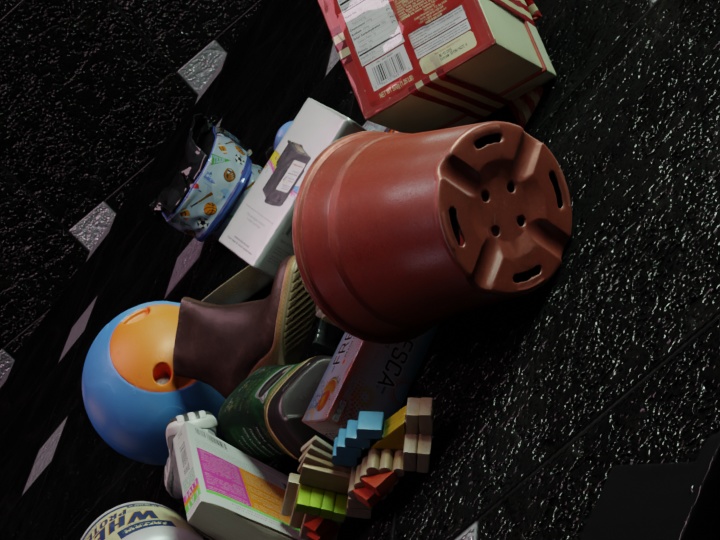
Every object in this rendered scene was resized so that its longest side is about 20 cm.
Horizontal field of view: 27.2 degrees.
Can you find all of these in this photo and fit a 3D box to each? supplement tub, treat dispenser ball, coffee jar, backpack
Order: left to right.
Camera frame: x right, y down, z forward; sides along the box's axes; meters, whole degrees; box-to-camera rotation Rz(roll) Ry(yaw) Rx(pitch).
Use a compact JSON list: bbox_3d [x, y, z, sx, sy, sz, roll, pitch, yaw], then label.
[{"bbox_3d":[-0.216,0.327,1.541,0.146,0.144,0.200,-60,17,-7],"label":"supplement tub"},{"bbox_3d":[-0.245,0.139,1.850,0.201,0.200,0.201,-50,19,24],"label":"treat dispenser ball"},{"bbox_3d":[-0.242,-0.130,2.401,0.201,0.153,0.191,-61,8,9],"label":"backpack"},{"bbox_3d":[-0.069,0.145,1.535,0.104,0.085,0.200,-45,11,-22],"label":"coffee jar"}]

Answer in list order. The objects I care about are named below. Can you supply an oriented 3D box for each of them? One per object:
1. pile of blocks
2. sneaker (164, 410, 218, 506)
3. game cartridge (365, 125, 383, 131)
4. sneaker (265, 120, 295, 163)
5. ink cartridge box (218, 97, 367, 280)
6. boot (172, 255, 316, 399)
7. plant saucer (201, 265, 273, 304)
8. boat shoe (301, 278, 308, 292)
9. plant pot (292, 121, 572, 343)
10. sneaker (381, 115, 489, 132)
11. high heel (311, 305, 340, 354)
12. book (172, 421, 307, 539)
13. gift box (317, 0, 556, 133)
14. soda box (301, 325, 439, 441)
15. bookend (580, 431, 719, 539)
[{"bbox_3d":[-0.008,0.183,1.316,0.200,0.082,0.062,-47,20,32],"label":"pile of blocks"},{"bbox_3d":[-0.173,0.250,1.629,0.201,0.074,0.116,86,167,-55],"label":"sneaker"},{"bbox_3d":[-0.029,-0.086,1.923,0.133,0.041,0.201,-29,33,52],"label":"game cartridge"},{"bbox_3d":[-0.086,-0.142,1.832,0.070,0.078,0.200,-54,-17,-8],"label":"sneaker"},{"bbox_3d":[-0.048,-0.077,1.741,0.083,0.145,0.201,34,91,44],"label":"ink cartridge box"},{"bbox_3d":[-0.138,0.058,1.683,0.072,0.165,0.202,-25,-50,-56],"label":"boot"},{"bbox_3d":[-0.170,0.039,1.992,0.200,0.037,0.200,-37,-3,-2],"label":"plant saucer"},{"bbox_3d":[0.017,-0.025,1.541,0.073,0.064,0.201,6,39,38],"label":"boat shoe"},{"bbox_3d":[0.072,-0.041,1.326,0.195,0.200,0.202,-10,49,57],"label":"plant pot"},{"bbox_3d":[0.085,-0.162,1.660,0.201,0.077,0.112,-60,16,-5],"label":"sneaker"},{"bbox_3d":[0.000,0.000,1.619,0.200,0.071,0.144,137,153,-65],"label":"high heel"},{"bbox_3d":[-0.115,0.222,1.459,0.048,0.133,0.200,-56,17,7],"label":"book"},{"bbox_3d":[0.079,-0.227,1.523,0.183,0.186,0.202,-23,77,25],"label":"gift box"},{"bbox_3d":[0.022,0.074,1.442,0.201,0.068,0.063,-63,19,-19],"label":"soda box"},{"bbox_3d":[0.143,0.204,0.839,0.200,0.092,0.200,-62,16,-19],"label":"bookend"}]
